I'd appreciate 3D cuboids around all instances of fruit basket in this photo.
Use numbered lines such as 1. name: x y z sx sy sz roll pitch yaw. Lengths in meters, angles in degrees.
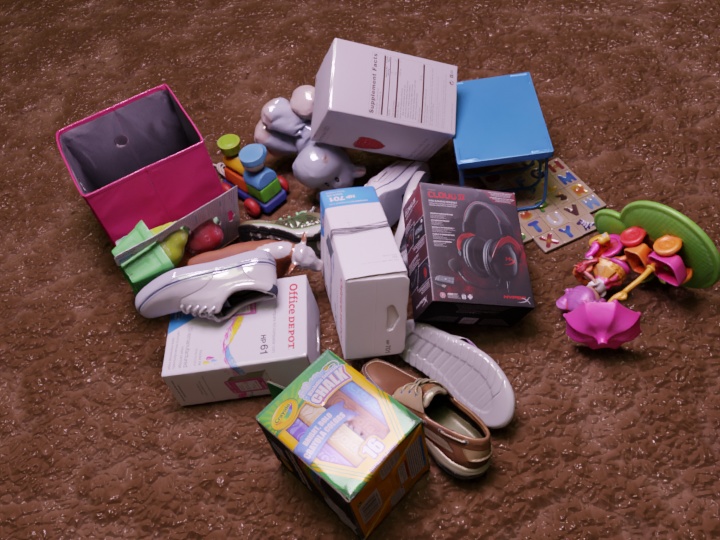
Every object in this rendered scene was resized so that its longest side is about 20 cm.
1. fruit basket: -0.271 -0.043 1.057 0.200 0.185 0.094 -41 80 -19

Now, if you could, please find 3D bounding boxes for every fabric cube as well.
1. fabric cube: -0.343 -0.143 1.143 0.200 0.200 0.196 -28 51 -12

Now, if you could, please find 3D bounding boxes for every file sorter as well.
1. file sorter: 0.216 -0.200 1.116 0.138 0.123 0.200 -7 48 6

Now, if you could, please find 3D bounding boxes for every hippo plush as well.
1. hippo plush: -0.083 -0.194 1.191 0.159 0.200 0.161 -26 70 25

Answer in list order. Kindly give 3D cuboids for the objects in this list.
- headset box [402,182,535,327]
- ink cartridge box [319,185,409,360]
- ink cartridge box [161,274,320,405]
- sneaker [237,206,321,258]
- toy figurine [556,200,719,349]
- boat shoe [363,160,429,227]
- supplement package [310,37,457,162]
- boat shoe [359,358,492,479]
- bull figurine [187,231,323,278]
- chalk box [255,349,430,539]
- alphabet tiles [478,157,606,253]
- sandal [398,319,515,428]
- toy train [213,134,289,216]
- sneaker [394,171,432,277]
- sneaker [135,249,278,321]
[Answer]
1. headset box: 0.143 -0.030 0.962 0.148 0.075 0.201 5 62 -16
2. ink cartridge box: 0.000 0.000 0.958 0.086 0.147 0.200 -5 39 -9
3. ink cartridge box: -0.160 0.096 0.975 0.199 0.085 0.145 -8 48 3
4. sneaker: -0.094 -0.064 1.117 0.199 0.077 0.089 3 40 5
5. toy figurine: 0.331 0.018 0.927 0.184 0.150 0.200 -42 32 -12
6. boat shoe: 0.037 -0.119 1.124 0.065 0.074 0.200 17 37 30
7. supplement package: 0.035 -0.258 1.086 0.199 0.121 0.120 8 76 -15
8. boat shoe: 0.084 0.166 0.860 0.200 0.074 0.076 34 44 30
9. bull figurine: -0.156 -0.006 1.029 0.199 0.121 0.065 -6 73 -6
10. chalk box: -0.033 0.193 0.838 0.200 0.125 0.124 34 64 32
11. alphabet tiles: 0.281 -0.111 1.112 0.166 0.006 0.200 -24 49 -8
12. sandal: 0.129 0.123 0.911 0.050 0.083 0.203 3 28 -47
13. toy train: -0.219 -0.187 1.209 0.200 0.116 0.085 32 62 32
14. sneaker: 0.115 -0.062 1.069 0.112 0.073 0.200 9 59 13
15. sneaker: -0.206 0.033 0.937 0.199 0.073 0.071 -19 62 5
